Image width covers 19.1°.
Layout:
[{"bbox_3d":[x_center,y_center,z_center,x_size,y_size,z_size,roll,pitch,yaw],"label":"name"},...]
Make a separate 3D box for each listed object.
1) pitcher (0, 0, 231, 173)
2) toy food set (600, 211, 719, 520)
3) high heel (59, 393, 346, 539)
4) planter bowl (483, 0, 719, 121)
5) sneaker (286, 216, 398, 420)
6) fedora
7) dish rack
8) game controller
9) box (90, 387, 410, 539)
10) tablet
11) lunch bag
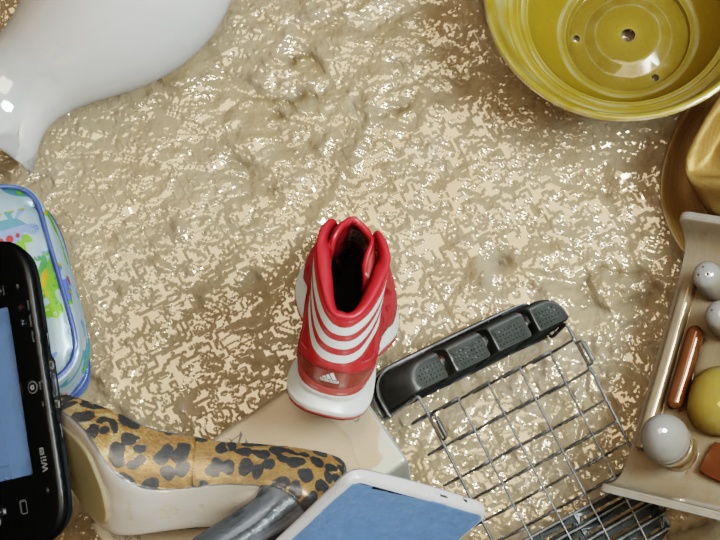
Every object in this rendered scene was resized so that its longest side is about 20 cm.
[{"bbox_3d":[-0.202,-0.192,1.530,0.200,0.121,0.172,-37,62,5],"label":"pitcher"},{"bbox_3d":[0.249,0.066,1.396,0.143,0.060,0.201,11,76,30],"label":"toy food set"},{"bbox_3d":[-0.111,0.121,1.410,0.142,0.072,0.200,-26,48,-32],"label":"high heel"},{"bbox_3d":[0.189,-0.182,1.514,0.199,0.084,0.201,-3,70,7],"label":"planter bowl"},{"bbox_3d":[0.000,0.000,1.423,0.078,0.116,0.200,11,33,-7],"label":"sneaker"},{"bbox_3d":[0.285,-0.083,1.457,0.200,0.082,0.202,-11,68,29],"label":"fedora"},{"bbox_3d":[0.115,0.126,1.443,0.153,0.055,0.201,-24,82,-29],"label":"dish rack"},{"bbox_3d":[-0.239,0.084,1.403,0.104,0.042,0.201,-17,80,42],"label":"game controller"},{"bbox_3d":[-0.072,0.156,1.453,0.200,0.078,0.095,-36,76,-6],"label":"box"},{"bbox_3d":[-0.025,0.199,1.381,0.200,0.130,0.014,-44,48,25],"label":"tablet"},{"bbox_3d":[-0.294,0.041,1.488,0.199,0.082,0.161,-18,76,-2],"label":"lunch bag"}]
